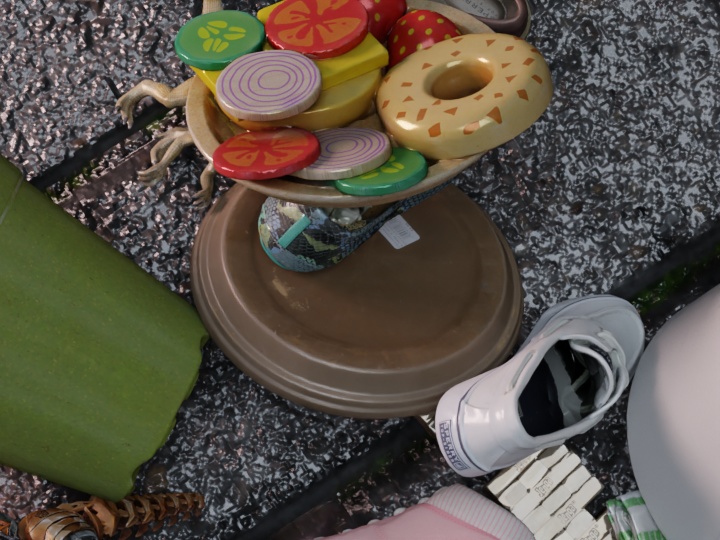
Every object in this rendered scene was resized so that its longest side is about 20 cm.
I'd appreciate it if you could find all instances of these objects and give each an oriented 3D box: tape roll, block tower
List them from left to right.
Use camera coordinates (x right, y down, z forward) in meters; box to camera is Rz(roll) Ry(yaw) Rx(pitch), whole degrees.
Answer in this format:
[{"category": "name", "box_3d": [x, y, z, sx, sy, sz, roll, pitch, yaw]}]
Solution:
[{"category": "block tower", "box_3d": [0.085, 0.104, 1.649, 0.058, 0.054, 0.200, -44, 85, -5]}, {"category": "tape roll", "box_3d": [0.271, 0.083, 1.571, 0.203, 0.139, 0.203, 7, 68, -19]}]

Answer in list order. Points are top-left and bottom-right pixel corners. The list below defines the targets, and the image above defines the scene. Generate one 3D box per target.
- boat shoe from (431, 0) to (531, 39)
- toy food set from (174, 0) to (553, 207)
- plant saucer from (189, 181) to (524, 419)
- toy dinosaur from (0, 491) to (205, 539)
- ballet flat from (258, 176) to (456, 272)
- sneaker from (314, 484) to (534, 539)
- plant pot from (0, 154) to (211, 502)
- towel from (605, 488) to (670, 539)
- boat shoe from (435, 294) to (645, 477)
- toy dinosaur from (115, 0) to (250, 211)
[{"category": "boat shoe", "box_3d": [0.016, -0.198, 1.676, 0.200, 0.072, 0.072, 35, 85, 5]}, {"category": "toy food set", "box_3d": [-0.006, -0.104, 1.575, 0.198, 0.049, 0.200, -23, 44, -18]}, {"category": "plant saucer", "box_3d": [0.000, 0.000, 1.623, 0.200, 0.029, 0.200, 6, 49, -7]}, {"category": "toy dinosaur", "box_3d": [-0.173, 0.183, 1.609, 0.200, 0.102, 0.136, -36, 76, -11]}, {"category": "ballet flat", "box_3d": [0.020, -0.070, 1.620, 0.074, 0.074, 0.200, 40, 54, 5]}, {"category": "sneaker", "box_3d": [0.014, 0.179, 1.624, 0.200, 0.105, 0.075, -3, 119, 32]}, {"category": "plant pot", "box_3d": [-0.195, 0.040, 1.609, 0.190, 0.200, 0.200, 28, 84, -9]}, {"category": "towel", "box_3d": [0.237, 0.210, 1.603, 0.153, 0.023, 0.200, -12, 77, -26]}, {"category": "boat shoe", "box_3d": [0.122, 0.064, 1.592, 0.065, 0.200, 0.074, -17, 103, 39]}, {"category": "toy dinosaur", "box_3d": [-0.091, -0.100, 1.671, 0.101, 0.058, 0.200, -26, 50, 10]}]
